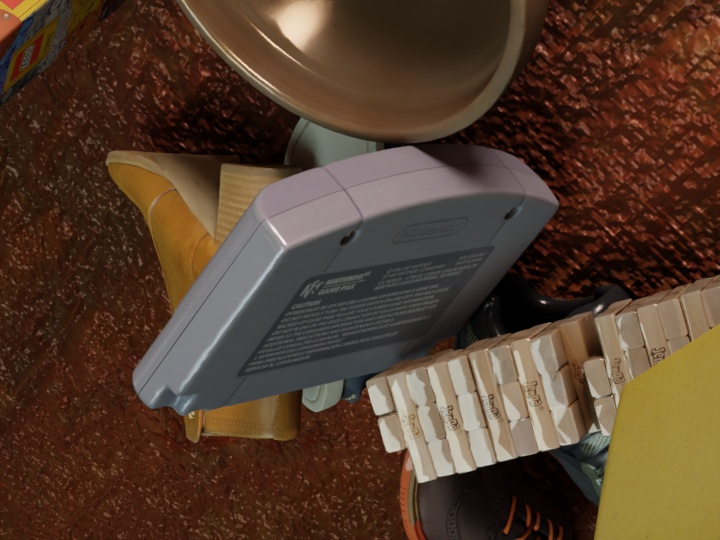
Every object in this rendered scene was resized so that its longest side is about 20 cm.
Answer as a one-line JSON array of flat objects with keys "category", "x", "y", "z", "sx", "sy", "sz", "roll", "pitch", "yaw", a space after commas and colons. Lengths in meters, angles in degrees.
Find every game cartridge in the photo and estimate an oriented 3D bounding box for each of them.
[{"category": "game cartridge", "x": 0.000, "y": 0.000, "z": 0.989, "sx": 0.133, "sy": 0.200, "sz": 0.041, "roll": -48, "pitch": 66, "yaw": 33}]

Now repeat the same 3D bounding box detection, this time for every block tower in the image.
[{"category": "block tower", "x": 0.108, "y": 0.046, "z": 1.005, "sx": 0.199, "sy": 0.058, "sz": 0.054, "roll": -16, "pitch": 93, "yaw": 18}]

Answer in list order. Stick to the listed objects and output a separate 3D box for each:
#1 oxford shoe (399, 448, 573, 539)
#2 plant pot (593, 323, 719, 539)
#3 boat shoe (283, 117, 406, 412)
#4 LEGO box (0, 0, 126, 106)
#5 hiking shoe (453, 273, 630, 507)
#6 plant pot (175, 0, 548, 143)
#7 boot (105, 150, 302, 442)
[{"category": "oxford shoe", "x": 0.076, "y": 0.129, "z": 1.158, "sx": 0.072, "sy": 0.071, "sz": 0.200, "roll": 10, "pitch": 156, "yaw": 27}, {"category": "plant pot", "x": 0.203, "y": 0.109, "z": 0.864, "sx": 0.200, "sy": 0.199, "sz": 0.177, "roll": -43, "pitch": 49, "yaw": 55}, {"category": "boat shoe", "x": 0.002, "y": -0.012, "z": 1.104, "sx": 0.075, "sy": 0.062, "sz": 0.201, "roll": 45, "pitch": 142, "yaw": 41}, {"category": "LEGO box", "x": -0.216, "y": -0.183, "z": 1.073, "sx": 0.200, "sy": 0.149, "sz": 0.077, "roll": 37, "pitch": 143, "yaw": 7}, {"category": "hiking shoe", "x": 0.126, "y": 0.062, "z": 1.061, "sx": 0.199, "sy": 0.076, "sz": 0.101, "roll": 24, "pitch": 142, "yaw": 25}, {"category": "plant pot", "x": 0.006, "y": -0.161, "z": 0.941, "sx": 0.200, "sy": 0.093, "sz": 0.201, "roll": 25, "pitch": 139, "yaw": 24}, {"category": "boot", "x": -0.084, "y": 0.013, "z": 1.127, "sx": 0.201, "sy": 0.070, "sz": 0.145, "roll": 14, "pitch": 102, "yaw": 62}]
